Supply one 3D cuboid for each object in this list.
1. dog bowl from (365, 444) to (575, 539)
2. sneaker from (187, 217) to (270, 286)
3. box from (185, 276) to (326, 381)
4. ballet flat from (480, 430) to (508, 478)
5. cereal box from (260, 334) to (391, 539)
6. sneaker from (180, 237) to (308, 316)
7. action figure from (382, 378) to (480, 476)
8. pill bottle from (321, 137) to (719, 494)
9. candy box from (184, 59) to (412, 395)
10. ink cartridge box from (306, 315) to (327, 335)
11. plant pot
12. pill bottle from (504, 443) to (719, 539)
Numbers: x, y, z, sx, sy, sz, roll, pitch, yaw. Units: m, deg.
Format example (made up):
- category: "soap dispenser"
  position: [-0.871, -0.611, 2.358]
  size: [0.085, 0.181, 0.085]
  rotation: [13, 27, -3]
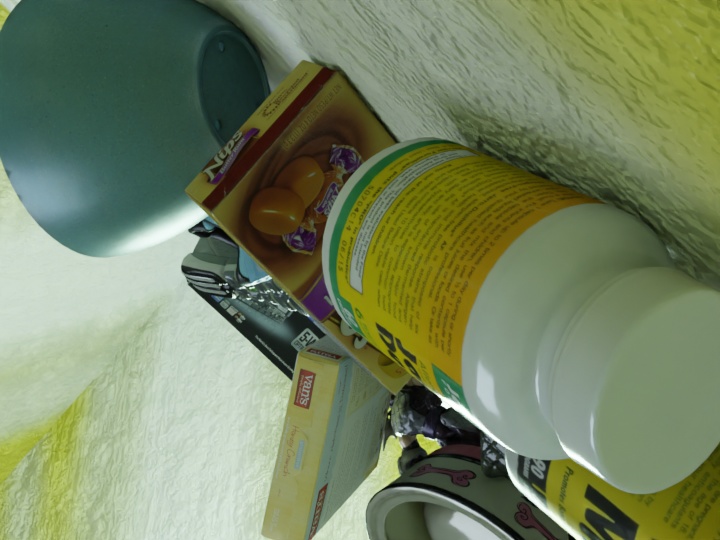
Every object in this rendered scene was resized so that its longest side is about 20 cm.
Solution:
- category: "dog bowl"
  position: [0.104, 0.232, 0.877]
  size: [0.198, 0.074, 0.202]
  rotation: [26, 139, 24]
- category: "sneaker"
  position: [-0.127, -0.075, 0.936]
  size: [0.201, 0.089, 0.078]
  rotation: [56, 177, 16]
- category: "box"
  position: [-0.072, 0.016, 1.158]
  size: [0.200, 0.157, 0.050]
  rotation: [47, -174, -28]
- category: "ballet flat"
  position: [0.080, 0.064, 0.811]
  size: [0.203, 0.056, 0.066]
  rotation: [65, -169, 8]
- category: "cereal box"
  position: [-0.016, 0.118, 0.840]
  size: [0.039, 0.146, 0.200]
  rotation: [14, -170, 15]
- category: "sneaker"
  position: [-0.070, -0.027, 0.998]
  size: [0.197, 0.117, 0.075]
  rotation: [11, 156, 19]
- category: "action figure"
  position: [0.080, 0.143, 0.939]
  size: [0.197, 0.069, 0.132]
  rotation: [23, 135, 21]
- category: "pill bottle"
  position: [0.072, 0.015, 0.475]
  size: [0.113, 0.113, 0.199]
  rotation: [46, 172, -35]
- category: "candy box"
  position: [-0.006, -0.024, 0.692]
  size: [0.200, 0.117, 0.056]
  rotation: [46, 172, -35]
- category: "ink cartridge box"
  position: [0.022, 0.049, 1.061]
  size: [0.200, 0.042, 0.119]
  rotation: [43, -143, 18]
- category: "plant pot"
  position: [-0.143, -0.117, 0.748]
  size: [0.133, 0.203, 0.200]
  rotation: [-5, 146, 28]
- category: "pill bottle"
  position: [0.175, 0.117, 0.512]
  size: [0.199, 0.115, 0.114]
  rotation: [36, 171, 44]
